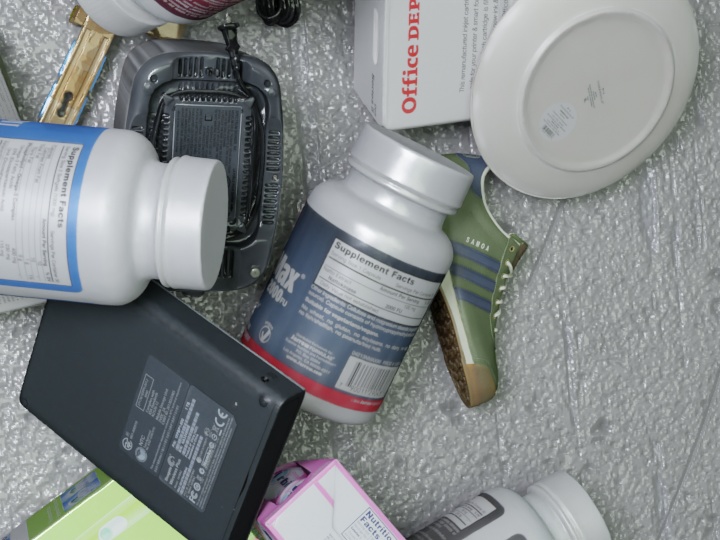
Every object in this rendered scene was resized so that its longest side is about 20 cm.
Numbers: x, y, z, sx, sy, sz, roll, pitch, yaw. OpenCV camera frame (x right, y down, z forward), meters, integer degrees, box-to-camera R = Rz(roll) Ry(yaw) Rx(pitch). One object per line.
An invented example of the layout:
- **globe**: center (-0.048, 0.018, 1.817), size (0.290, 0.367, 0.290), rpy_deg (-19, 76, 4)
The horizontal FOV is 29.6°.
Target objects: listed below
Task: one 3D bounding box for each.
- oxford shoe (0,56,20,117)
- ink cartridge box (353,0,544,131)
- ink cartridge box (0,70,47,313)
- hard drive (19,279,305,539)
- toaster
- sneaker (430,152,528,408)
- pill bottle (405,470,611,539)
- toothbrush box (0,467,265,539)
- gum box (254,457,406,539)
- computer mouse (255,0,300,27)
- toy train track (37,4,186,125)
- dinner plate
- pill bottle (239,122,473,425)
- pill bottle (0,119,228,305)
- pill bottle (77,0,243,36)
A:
- **oxford shoe**: center (-0.299, -0.178, 0.971), size (0.057, 0.075, 0.202), rpy_deg (-15, 95, 11)
- **ink cartridge box**: center (0.098, -0.199, 1.049), size (0.198, 0.084, 0.147), rpy_deg (-9, 122, -16)
- **ink cartridge box**: center (-0.314, -0.057, 0.951), size (0.175, 0.045, 0.201), rpy_deg (-12, 113, 10)
- **hard drive**: center (-0.141, 0.085, 0.922), size (0.199, 0.033, 0.140), rpy_deg (33, 118, 22)
- **toaster**: center (-0.121, -0.089, 0.976), size (0.113, 0.129, 0.202), rpy_deg (-1, 107, -17)
- **sneaker**: center (0.097, 0.001, 1.088), size (0.089, 0.067, 0.202), rpy_deg (-17, 93, -10)
- **pill bottle**: center (0.095, 0.241, 1.071), size (0.199, 0.111, 0.111), rpy_deg (-28, 99, -14)
- **toothbrush box**: center (-0.156, 0.212, 1.009), size (0.200, 0.086, 0.146), rpy_deg (-38, 100, -13)
- **gum box**: center (0.006, 0.217, 0.940), size (0.066, 0.113, 0.200), rpy_deg (-40, 92, -14)
- **computer mouse**: center (-0.022, -0.250, 0.985), size (0.044, 0.200, 0.111), rpy_deg (-3, 88, -30)
- **toy train track**: center (-0.205, -0.164, 1.018), size (0.114, 0.033, 0.201), rpy_deg (25, 90, -23)
- **dinner plate**: center (0.178, -0.141, 1.050), size (0.198, 0.024, 0.202), rpy_deg (-10, 123, -16)
- **pill bottle**: center (0.000, 0.000, 1.010), size (0.119, 0.120, 0.201), rpy_deg (24, 100, -16)
- **pill bottle**: center (-0.188, -0.037, 0.862), size (0.198, 0.112, 0.113), rpy_deg (5, 90, 5)
- **pill bottle**: center (-0.101, -0.230, 0.912), size (0.109, 0.199, 0.111), rpy_deg (21, 62, -47)
